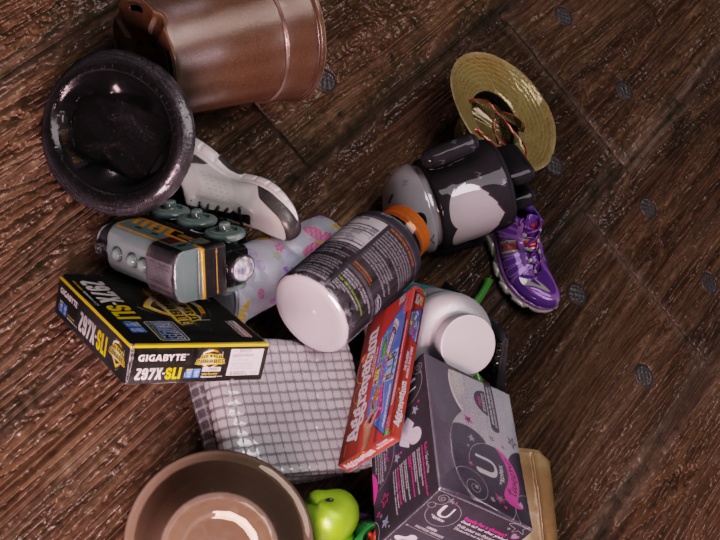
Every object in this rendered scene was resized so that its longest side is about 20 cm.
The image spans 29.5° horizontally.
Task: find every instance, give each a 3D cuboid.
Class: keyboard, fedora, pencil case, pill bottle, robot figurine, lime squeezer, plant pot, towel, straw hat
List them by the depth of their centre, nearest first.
[{"bbox_3d":[-0.140,0.278,1.362,0.200,0.175,0.201,1,82,-7],"label":"plant pot"},{"bbox_3d":[-0.092,0.164,1.561,0.200,0.086,0.166,-2,66,-36],"label":"towel"},{"bbox_3d":[-0.262,-0.154,1.564,0.201,0.200,0.092,65,18,9],"label":"fedora"},{"bbox_3d":[0.000,0.000,1.596,0.106,0.106,0.200,51,50,-3],"label":"pill bottle"},{"bbox_3d":[-0.101,0.001,1.634,0.200,0.083,0.091,-24,87,-41],"label":"pencil case"},{"bbox_3d":[0.087,0.076,1.640,0.110,0.200,0.111,-2,96,-21],"label":"pill bottle"},{"bbox_3d":[-0.177,-0.277,1.656,0.198,0.200,0.201,-22,82,-33],"label":"plant pot"},{"bbox_3d":[0.132,0.101,1.700,0.021,0.200,0.127,-4,109,-18],"label":"keyboard"},{"bbox_3d":[0.128,-0.097,1.787,0.199,0.125,0.151,-18,95,-10],"label":"robot figurine"},{"bbox_3d":[0.148,0.091,1.806,0.071,0.038,0.201,44,40,-52],"label":"lime squeezer"},{"bbox_3d":[0.177,-0.202,1.930,0.201,0.085,0.202,21,50,-26],"label":"straw hat"}]

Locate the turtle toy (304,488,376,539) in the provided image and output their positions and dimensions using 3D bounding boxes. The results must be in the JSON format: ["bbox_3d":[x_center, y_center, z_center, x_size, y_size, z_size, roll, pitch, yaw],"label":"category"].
[{"bbox_3d":[0.012,0.313,1.505,0.200,0.146,0.101,30,81,-20],"label":"turtle toy"}]

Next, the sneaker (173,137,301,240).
[{"bbox_3d":[-0.159,-0.081,1.615,0.200,0.074,0.080,29,57,21],"label":"sneaker"}]

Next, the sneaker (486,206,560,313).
[{"bbox_3d":[0.221,-0.036,1.881,0.081,0.083,0.200,-20,81,-40],"label":"sneaker"}]

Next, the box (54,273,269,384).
[{"bbox_3d":[-0.216,0.059,1.463,0.159,0.200,0.049,-1,111,-34],"label":"box"}]

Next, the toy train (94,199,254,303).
[{"bbox_3d":[-0.207,-0.021,1.510,0.114,0.200,0.085,-14,114,-40],"label":"toy train"}]

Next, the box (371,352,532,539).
[{"bbox_3d":[0.096,0.214,1.498,0.132,0.115,0.200,27,36,-24],"label":"box"}]

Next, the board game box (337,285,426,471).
[{"bbox_3d":[0.025,0.120,1.543,0.019,0.103,0.200,27,50,-19],"label":"board game box"}]

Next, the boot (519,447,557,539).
[{"bbox_3d":[0.240,0.327,1.727,0.175,0.066,0.201,11,61,-32],"label":"boot"}]

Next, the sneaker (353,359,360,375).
[{"bbox_3d":[0.048,0.177,1.649,0.200,0.087,0.074,49,49,-5],"label":"sneaker"}]
